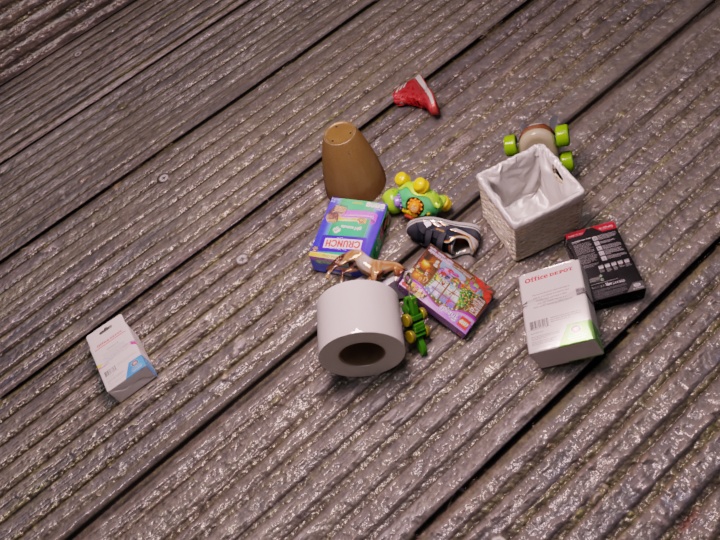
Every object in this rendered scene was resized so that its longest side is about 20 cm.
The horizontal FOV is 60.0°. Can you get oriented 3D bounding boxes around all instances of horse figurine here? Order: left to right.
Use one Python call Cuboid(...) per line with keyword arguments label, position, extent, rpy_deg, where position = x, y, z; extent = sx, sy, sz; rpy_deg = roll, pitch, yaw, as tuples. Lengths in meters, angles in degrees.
Cuboid(label="horse figurine", position=(0.000, 0.000, 1.536), extent=(0.198, 0.050, 0.133), rpy_deg=(23, 63, 32))

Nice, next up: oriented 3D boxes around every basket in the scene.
Cuboid(label="basket", position=(0.421, -0.168, 1.552), extent=(0.198, 0.162, 0.200), rpy_deg=(-26, 53, -2))

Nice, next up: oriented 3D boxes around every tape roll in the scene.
Cuboid(label="tape roll", position=(-0.002, 0.135, 1.433), extent=(0.199, 0.204, 0.141), rpy_deg=(-11, 54, 7))

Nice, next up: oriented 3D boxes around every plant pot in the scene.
Cuboid(label="plant pot", position=(-0.034, -0.315, 1.759), extent=(0.183, 0.201, 0.189), rpy_deg=(-7, 53, 10))

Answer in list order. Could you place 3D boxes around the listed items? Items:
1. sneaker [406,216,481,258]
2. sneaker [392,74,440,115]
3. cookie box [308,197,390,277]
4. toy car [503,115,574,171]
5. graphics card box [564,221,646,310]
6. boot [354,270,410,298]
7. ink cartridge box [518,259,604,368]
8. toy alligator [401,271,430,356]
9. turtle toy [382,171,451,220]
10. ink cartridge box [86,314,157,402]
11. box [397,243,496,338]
Cuboid(label="sneaker", position=(0.208, -0.084, 1.605), extent=(0.197, 0.079, 0.080), rpy_deg=(5, 52, 17))
Cuboid(label="sneaker", position=(0.170, -0.521, 1.935), extent=(0.114, 0.079, 0.201), rpy_deg=(-26, 40, 7))
Cuboid(label="cookie box", position=(-0.026, -0.090, 1.676), extent=(0.168, 0.076, 0.202), rpy_deg=(9, 60, 19))
Cuboid(label="toy car", position=(0.484, -0.358, 1.685), extent=(0.162, 0.159, 0.202), rpy_deg=(-7, 42, 23))
Cuboid(label="graphics card box", position=(0.572, -0.012, 1.469), extent=(0.123, 0.051, 0.202), rpy_deg=(-15, 52, 6))
Cuboid(label="boot", position=(0.055, 0.032, 1.574), extent=(0.197, 0.074, 0.096), rpy_deg=(-21, 38, -13))
Cuboid(label="ink cartridge box", position=(0.442, 0.096, 1.384), extent=(0.144, 0.084, 0.203), rpy_deg=(-19, 51, 28))
Cuboid(label="toy alligator", position=(0.118, 0.102, 1.469), extent=(0.059, 0.203, 0.054), rpy_deg=(-19, 10, -33))
Cuboid(label="turtle toy", position=(0.139, -0.187, 1.671), extent=(0.199, 0.145, 0.102), rpy_deg=(26, 88, 48))
Cuboid(label="ink cartridge box", position=(-0.627, 0.225, 1.631), extent=(0.114, 0.068, 0.200), rpy_deg=(-34, 54, -9))
Cuboid(label="box", position=(0.207, 0.048, 1.500), extent=(0.199, 0.039, 0.137), rpy_deg=(36, 71, 12))
